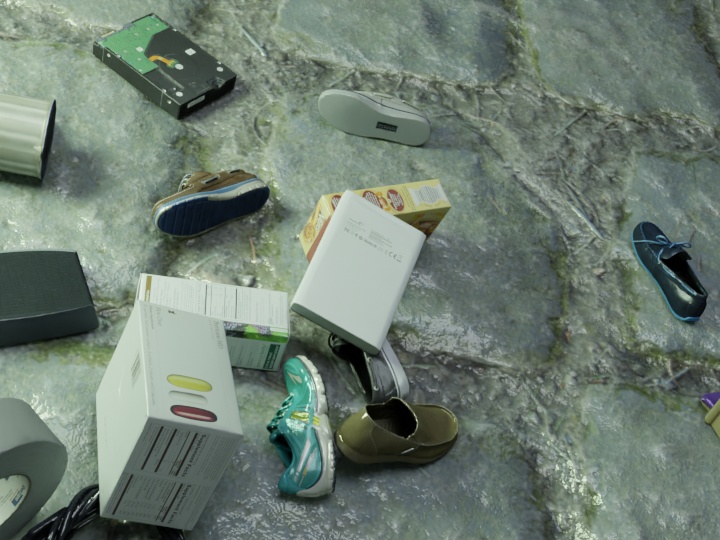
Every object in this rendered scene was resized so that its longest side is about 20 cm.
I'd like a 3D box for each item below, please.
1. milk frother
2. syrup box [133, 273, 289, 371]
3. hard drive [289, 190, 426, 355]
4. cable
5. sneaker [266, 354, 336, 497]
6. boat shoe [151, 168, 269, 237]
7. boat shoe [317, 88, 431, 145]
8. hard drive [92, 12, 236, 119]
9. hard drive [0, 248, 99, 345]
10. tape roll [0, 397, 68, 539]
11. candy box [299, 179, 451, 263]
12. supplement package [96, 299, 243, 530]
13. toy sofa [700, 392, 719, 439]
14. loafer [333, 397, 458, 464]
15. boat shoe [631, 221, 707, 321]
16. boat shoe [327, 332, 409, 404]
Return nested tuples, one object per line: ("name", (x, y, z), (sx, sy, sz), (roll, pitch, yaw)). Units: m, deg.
("milk frother", (-0.522, -0.252, 1.558), (0.187, 0.200, 0.181), (9, 42, -12))
("syrup box", (-0.197, 0.069, 1.458), (0.199, 0.079, 0.082), (7, 46, -14))
("hard drive", (0.000, 0.000, 1.508), (0.132, 0.026, 0.201), (29, 57, -9))
("cable", (-0.270, 0.313, 1.218), (0.163, 0.051, 0.200), (42, 47, 22))
("sneaker", (-0.079, 0.190, 1.395), (0.079, 0.078, 0.201), (-2, 49, -11))
("boat shoe", (-0.229, -0.103, 1.624), (0.200, 0.072, 0.072), (-17, 50, -44))
("boat shoe", (0.024, -0.269, 1.869), (0.199, 0.072, 0.066), (11, 41, -12))
("hard drive", (-0.322, -0.337, 1.827), (0.200, 0.038, 0.140), (38, 47, 15))
("hard drive", (-0.446, 0.031, 1.427), (0.199, 0.042, 0.135), (-7, 51, -26))
("tape roll", (-0.402, 0.226, 1.146), (0.066, 0.201, 0.200), (43, 48, 19))
("candy box", (0.021, -0.072, 1.642), (0.199, 0.116, 0.055), (-9, 63, -28))
("supplement package", (-0.222, 0.162, 1.266), (0.110, 0.156, 0.200), (15, 31, -25))
("toy sofa", (0.608, 0.194, 1.637), (0.199, 0.083, 0.098), (-4, 51, -23))
("loafer", (0.059, 0.202, 1.415), (0.199, 0.068, 0.076), (-4, 49, -43))
("boat shoe", (0.512, -0.011, 1.805), (0.084, 0.069, 0.200), (-7, 51, -26))
("boat shoe", (-0.008, 0.102, 1.511), (0.066, 0.070, 0.200), (-13, 61, -32))
